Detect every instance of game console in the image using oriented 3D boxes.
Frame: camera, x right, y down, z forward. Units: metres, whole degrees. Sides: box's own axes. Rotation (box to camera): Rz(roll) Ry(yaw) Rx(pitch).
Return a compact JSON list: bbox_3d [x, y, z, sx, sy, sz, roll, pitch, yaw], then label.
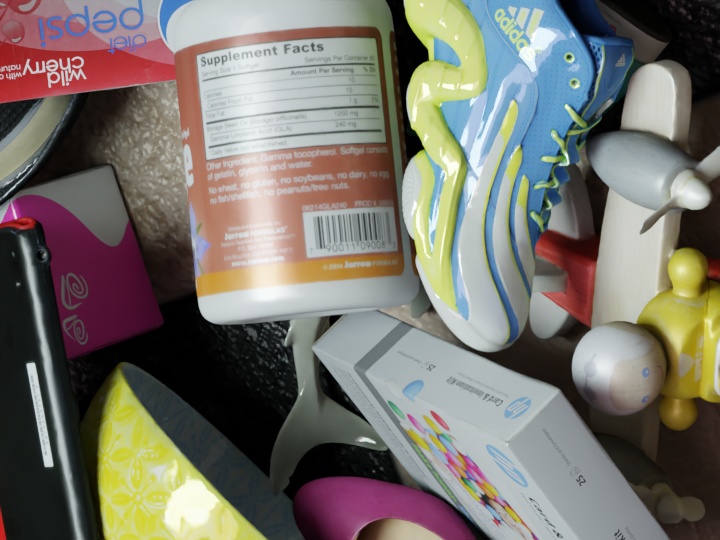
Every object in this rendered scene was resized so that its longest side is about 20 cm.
[{"bbox_3d":[-0.194,0.079,1.347,0.177,0.031,0.201,-10,91,53],"label":"game console"}]

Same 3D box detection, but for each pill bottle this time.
[{"bbox_3d":[-0.034,-0.077,1.252,0.112,0.112,0.201,-8,86,32],"label":"pill bottle"}]

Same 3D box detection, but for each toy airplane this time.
[{"bbox_3d":[0.137,0.023,1.230,0.199,0.141,0.200,-35,89,40],"label":"toy airplane"}]

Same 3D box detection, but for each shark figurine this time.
[{"bbox_3d":[-0.017,0.005,1.350,0.128,0.089,0.215,45,122,23],"label":"shark figurine"}]

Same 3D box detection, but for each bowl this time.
[{"bbox_3d":[-0.093,0.156,1.352,0.200,0.200,0.108,44,92,15],"label":"bowl"}]

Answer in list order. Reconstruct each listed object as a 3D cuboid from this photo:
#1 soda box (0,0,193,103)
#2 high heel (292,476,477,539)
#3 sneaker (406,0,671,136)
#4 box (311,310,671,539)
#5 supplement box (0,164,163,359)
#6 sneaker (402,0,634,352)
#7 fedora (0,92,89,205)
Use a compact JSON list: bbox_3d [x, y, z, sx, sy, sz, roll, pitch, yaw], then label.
[{"bbox_3d":[-0.121,-0.130,1.322,0.070,0.199,0.064,-150,53,-72],"label":"soda box"},{"bbox_3d":[0.029,0.160,1.265,0.199,0.096,0.068,24,105,29],"label":"high heel"},{"bbox_3d":[0.048,-0.129,1.288,0.200,0.084,0.121,39,109,16],"label":"sneaker"},{"bbox_3d":[0.074,0.101,1.250,0.156,0.041,0.200,53,164,-27],"label":"box"},{"bbox_3d":[-0.230,0.020,1.475,0.199,0.103,0.102,-19,91,31],"label":"supplement box"},{"bbox_3d":[0.076,-0.065,1.186,0.105,0.076,0.201,-8,89,35],"label":"sneaker"},{"bbox_3d":[-0.243,-0.112,1.404,0.200,0.092,0.201,-21,49,26],"label":"fedora"}]
